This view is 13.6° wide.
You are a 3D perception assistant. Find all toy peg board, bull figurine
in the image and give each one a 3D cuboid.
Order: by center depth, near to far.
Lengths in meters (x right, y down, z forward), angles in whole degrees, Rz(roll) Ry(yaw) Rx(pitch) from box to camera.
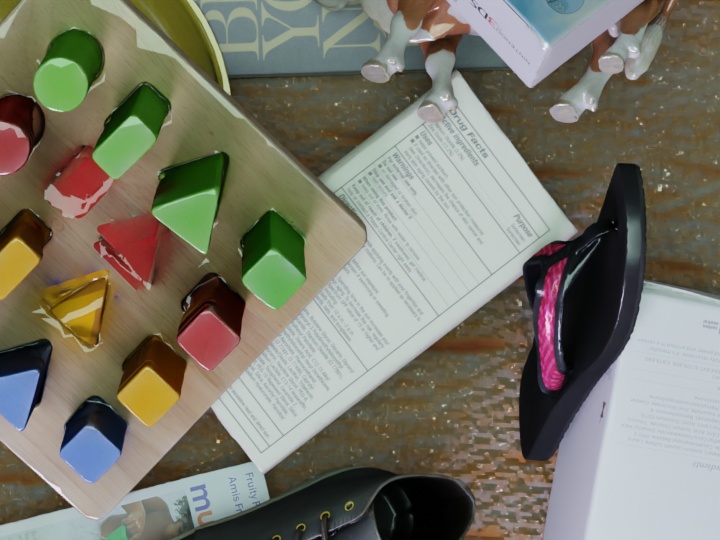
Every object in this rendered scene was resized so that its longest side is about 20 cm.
[{"bbox_3d":[-0.133,-0.006,1.419,0.200,0.098,0.199,43,99,-9],"label":"toy peg board"},{"bbox_3d":[0.061,-0.134,1.462,0.199,0.065,0.122,-4,56,19],"label":"bull figurine"}]

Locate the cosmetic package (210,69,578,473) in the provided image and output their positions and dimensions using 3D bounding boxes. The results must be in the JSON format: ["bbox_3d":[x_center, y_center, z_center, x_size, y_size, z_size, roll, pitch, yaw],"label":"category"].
[{"bbox_3d":[0.000,0.000,1.516,0.200,0.073,0.104,-37,91,2],"label":"cosmetic package"}]

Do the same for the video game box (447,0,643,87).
[{"bbox_3d":[0.092,-0.209,1.417,0.200,0.047,0.182,-37,74,-24],"label":"video game box"}]

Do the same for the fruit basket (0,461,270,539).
[{"bbox_3d":[-0.124,0.209,1.519,0.199,0.094,0.186,-13,92,-2],"label":"fruit basket"}]

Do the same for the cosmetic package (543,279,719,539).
[{"bbox_3d":[0.142,0.107,1.498,0.081,0.113,0.201,12,91,-6],"label":"cosmetic package"}]

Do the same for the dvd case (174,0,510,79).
[{"bbox_3d":[-0.011,-0.174,1.537,0.199,0.016,0.150,-2,93,1],"label":"dvd case"}]

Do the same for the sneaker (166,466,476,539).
[{"bbox_3d":[-0.042,0.149,1.467,0.199,0.106,0.075,-33,96,-26],"label":"sneaker"}]

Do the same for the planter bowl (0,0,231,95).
[{"bbox_3d":[-0.167,-0.073,1.500,0.199,0.083,0.202,1,98,4],"label":"planter bowl"}]

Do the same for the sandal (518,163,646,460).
[{"bbox_3d":[0.096,0.025,1.465,0.045,0.200,0.075,9,51,-11],"label":"sandal"}]
